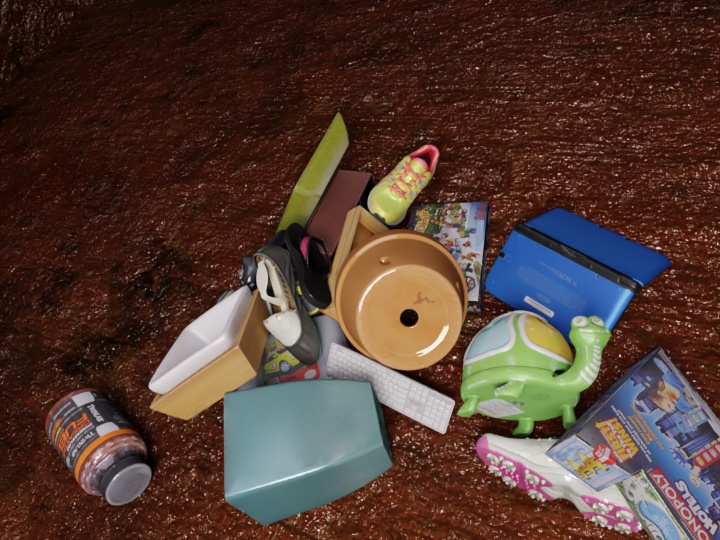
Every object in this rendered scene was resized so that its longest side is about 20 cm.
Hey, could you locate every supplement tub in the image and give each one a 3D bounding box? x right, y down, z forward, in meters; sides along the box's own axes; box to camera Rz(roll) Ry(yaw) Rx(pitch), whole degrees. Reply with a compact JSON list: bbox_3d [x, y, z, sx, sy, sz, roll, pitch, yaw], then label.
[{"bbox_3d":[-0.414,0.281,0.824,0.199,0.107,0.107,27,68,35],"label":"supplement tub"}]

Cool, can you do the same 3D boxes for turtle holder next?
[{"bbox_3d":[0.205,0.116,0.647,0.140,0.186,0.133,13,56,0],"label":"turtle holder"}]

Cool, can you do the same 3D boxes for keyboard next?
[{"bbox_3d":[0.037,0.167,0.742,0.199,0.011,0.057,22,108,22],"label":"keyboard"}]

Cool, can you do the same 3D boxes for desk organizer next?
[{"bbox_3d":[-0.039,-0.095,0.973,0.076,0.072,0.201,11,60,25],"label":"desk organizer"}]

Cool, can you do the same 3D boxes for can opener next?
[{"bbox_3d":[-0.167,-0.016,0.939,0.078,0.064,0.200,21,25,-3],"label":"can opener"}]

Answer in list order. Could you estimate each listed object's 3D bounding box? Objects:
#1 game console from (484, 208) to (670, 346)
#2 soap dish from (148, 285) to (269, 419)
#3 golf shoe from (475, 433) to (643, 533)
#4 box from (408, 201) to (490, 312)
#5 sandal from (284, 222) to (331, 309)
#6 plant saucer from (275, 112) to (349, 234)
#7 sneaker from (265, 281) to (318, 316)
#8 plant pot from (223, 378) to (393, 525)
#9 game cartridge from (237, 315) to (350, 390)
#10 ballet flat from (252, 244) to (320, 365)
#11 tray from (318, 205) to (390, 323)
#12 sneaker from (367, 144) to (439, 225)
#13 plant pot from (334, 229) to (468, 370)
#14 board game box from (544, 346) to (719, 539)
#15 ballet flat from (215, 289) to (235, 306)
[{"bbox_3d":[0.324,0.006,0.785,0.200,0.118,0.172,37,105,38],"label":"game console"},{"bbox_3d":[-0.214,0.119,0.773,0.157,0.081,0.200,-34,18,10],"label":"soap dish"},{"bbox_3d":[0.242,0.233,0.622,0.198,0.076,0.092,17,55,22],"label":"golf shoe"},{"bbox_3d":[0.142,-0.025,0.869,0.135,0.038,0.201,-1,55,22],"label":"box"},{"bbox_3d":[-0.074,-0.018,0.824,0.045,0.075,0.201,-47,36,19],"label":"sandal"},{"bbox_3d":[-0.087,-0.173,1.006,0.048,0.200,0.201,28,63,-7],"label":"plant saucer"},{"bbox_3d":[-0.121,0.063,0.896,0.199,0.084,0.075,-12,83,37],"label":"sneaker"},{"bbox_3d":[-0.064,0.233,0.702,0.198,0.142,0.142,-16,51,2],"label":"plant pot"},{"bbox_3d":[-0.112,0.154,0.843,0.199,0.041,0.134,-25,46,3],"label":"game cartridge"},{"bbox_3d":[-0.125,0.056,0.804,0.068,0.068,0.201,-30,74,33],"label":"ballet flat"},{"bbox_3d":[0.000,0.000,0.867,0.037,0.098,0.201,-23,42,44],"label":"tray"},{"bbox_3d":[0.081,-0.163,0.929,0.078,0.090,0.200,36,55,-2],"label":"sneaker"},{"bbox_3d":[0.059,0.049,0.715,0.199,0.201,0.140,-24,9,4],"label":"plant pot"},{"bbox_3d":[0.312,0.204,0.556,0.198,0.062,0.201,-11,57,-26],"label":"board game box"},{"bbox_3d":[-0.255,0.131,0.910,0.062,0.068,0.201,24,70,8],"label":"ballet flat"}]
